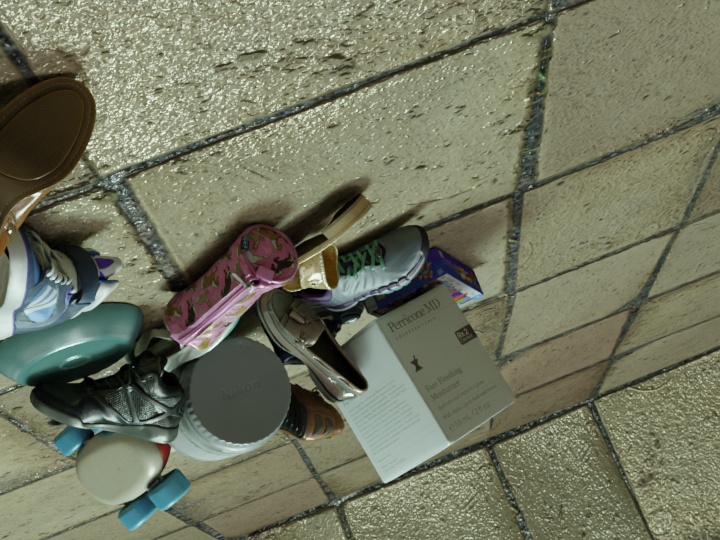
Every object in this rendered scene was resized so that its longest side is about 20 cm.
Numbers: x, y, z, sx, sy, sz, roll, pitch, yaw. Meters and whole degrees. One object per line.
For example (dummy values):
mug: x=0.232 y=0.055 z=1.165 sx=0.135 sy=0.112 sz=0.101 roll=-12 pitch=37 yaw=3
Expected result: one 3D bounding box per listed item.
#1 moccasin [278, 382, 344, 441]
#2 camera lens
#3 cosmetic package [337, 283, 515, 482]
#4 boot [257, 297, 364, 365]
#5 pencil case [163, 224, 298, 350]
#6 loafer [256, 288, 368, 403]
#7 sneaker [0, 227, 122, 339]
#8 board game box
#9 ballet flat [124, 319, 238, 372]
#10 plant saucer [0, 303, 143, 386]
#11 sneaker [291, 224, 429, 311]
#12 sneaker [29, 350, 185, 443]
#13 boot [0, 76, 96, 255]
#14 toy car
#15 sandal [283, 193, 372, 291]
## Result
moccasin: x=-0.081 y=0.197 z=1.801 sx=0.077 sy=0.074 sz=0.201 roll=8 pitch=178 yaw=-26
camera lens: x=-0.194 y=0.180 z=1.763 sx=0.159 sy=0.161 sz=0.200 roll=-14 pitch=174 yaw=-24
cosmetic package: x=0.077 y=0.160 z=1.806 sx=0.164 sy=0.201 sz=0.165 roll=-25 pitch=171 yaw=-44
boot: x=-0.060 y=0.089 z=1.819 sx=0.199 sy=0.091 sz=0.073 roll=-3 pitch=155 yaw=-45
pencil case: x=-0.159 y=0.023 z=1.526 sx=0.086 sy=0.083 sz=0.200 roll=-6 pitch=157 yaw=-43
loafer: x=-0.059 y=0.097 z=1.714 sx=0.063 sy=0.200 sz=0.072 roll=-14 pitch=-148 yaw=44
sneaker: x=-0.310 y=-0.006 z=1.287 sx=0.146 sy=0.081 sz=0.200 roll=-22 pitch=161 yaw=-29
board game box: x=0.094 y=0.031 z=1.909 sx=0.134 sy=0.045 sz=0.200 roll=-27 pitch=162 yaw=15
ballet flat: x=-0.239 y=0.086 z=1.661 sx=0.199 sy=0.070 sz=0.069 roll=-33 pitch=159 yaw=34
plant saucer: x=-0.364 y=0.101 z=1.590 sx=0.198 sy=0.036 sz=0.200 roll=-20 pitch=162 yaw=-7
sneaker: x=0.000 y=0.000 z=1.667 sx=0.199 sy=0.075 sz=0.087 roll=-34 pitch=154 yaw=34
sneaker: x=-0.317 y=0.149 z=1.618 sx=0.198 sy=0.076 sz=0.115 roll=13 pitch=108 yaw=-19
boot: x=-0.300 y=-0.072 z=1.076 sx=0.076 sy=0.201 sz=0.155 roll=29 pitch=173 yaw=-17
toy car: x=-0.327 y=0.255 z=1.941 sx=0.177 sy=0.185 sz=0.200 roll=-36 pitch=-174 yaw=39
sandal: x=-0.047 y=-0.008 z=1.546 sx=0.211 sy=0.070 sz=0.078 roll=-38 pitch=-170 yaw=36
